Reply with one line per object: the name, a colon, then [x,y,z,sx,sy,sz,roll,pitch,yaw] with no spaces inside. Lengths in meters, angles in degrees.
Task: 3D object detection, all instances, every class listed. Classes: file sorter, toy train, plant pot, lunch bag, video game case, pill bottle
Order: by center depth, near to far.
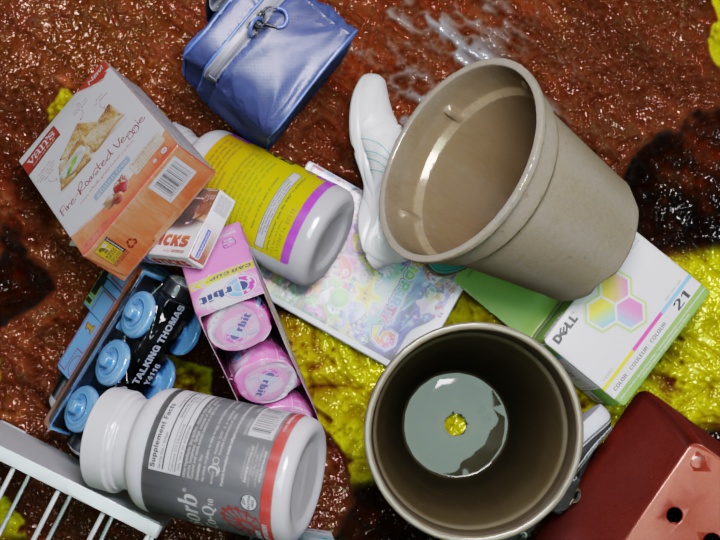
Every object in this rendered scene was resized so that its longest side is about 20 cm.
pill bottle: [-0.140,0.170,1.350,0.200,0.116,0.116,10,86,16]
plant pot: [0.151,-0.066,1.387,0.183,0.200,0.201,27,85,-35]
file sorter: [-0.296,0.244,1.427,0.200,0.139,0.125,26,88,-1]
plant pot: [0.098,0.152,1.431,0.200,0.174,0.200,0,86,-3]
lunch bag: [-0.097,-0.211,1.432,0.132,0.200,0.136,39,82,-3]
plant pot: [0.311,0.251,1.433,0.200,0.176,0.200,36,86,1]
toy train: [-0.233,0.081,1.454,0.087,0.114,0.200,27,97,-42]
pill bottle: [-0.113,-0.071,1.461,0.200,0.104,0.104,27,85,14]
video game case: [0.000,0.000,1.515,0.200,0.018,0.143,29,85,-1]

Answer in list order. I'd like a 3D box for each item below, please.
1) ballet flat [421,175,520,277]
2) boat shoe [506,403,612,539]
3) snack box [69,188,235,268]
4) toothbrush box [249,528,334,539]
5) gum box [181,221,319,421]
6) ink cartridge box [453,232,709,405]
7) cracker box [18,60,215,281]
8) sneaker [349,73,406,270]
ballet flat: [0.130,-0.073,1.503,0.200,0.065,0.071,-43,113,-5]
boat shoe: [0.183,0.217,1.479,0.057,0.069,0.200,43,99,3]
snack box: [-0.199,-0.044,1.418,0.024,0.200,0.072,36,70,-38]
toothbrush box: [-0.073,0.320,1.400,0.085,0.200,0.147,8,85,-4]
gum box: [-0.102,0.070,1.414,0.066,0.114,0.200,-22,129,-3]
ink cartridge box: [0.216,0.017,1.487,0.200,0.076,0.148,39,82,-3]
cracker box: [-0.234,-0.098,1.420,0.134,0.200,0.058,-49,131,5]
sneaker: [0.036,-0.101,1.480,0.080,0.070,0.201,-11,74,15]
